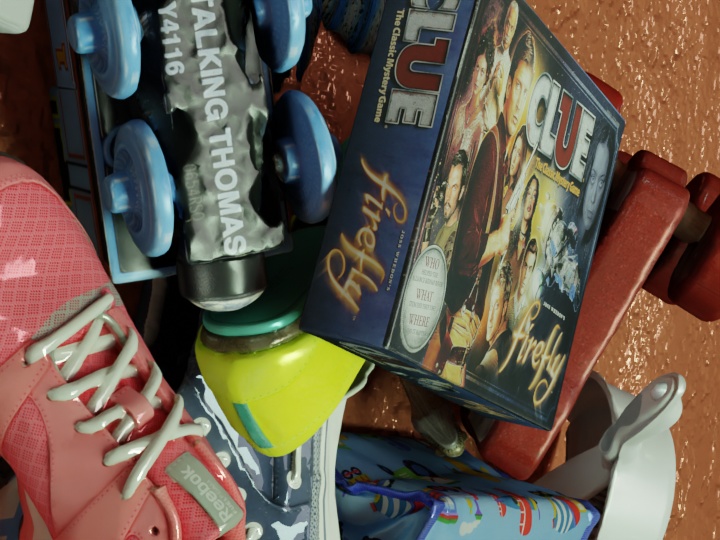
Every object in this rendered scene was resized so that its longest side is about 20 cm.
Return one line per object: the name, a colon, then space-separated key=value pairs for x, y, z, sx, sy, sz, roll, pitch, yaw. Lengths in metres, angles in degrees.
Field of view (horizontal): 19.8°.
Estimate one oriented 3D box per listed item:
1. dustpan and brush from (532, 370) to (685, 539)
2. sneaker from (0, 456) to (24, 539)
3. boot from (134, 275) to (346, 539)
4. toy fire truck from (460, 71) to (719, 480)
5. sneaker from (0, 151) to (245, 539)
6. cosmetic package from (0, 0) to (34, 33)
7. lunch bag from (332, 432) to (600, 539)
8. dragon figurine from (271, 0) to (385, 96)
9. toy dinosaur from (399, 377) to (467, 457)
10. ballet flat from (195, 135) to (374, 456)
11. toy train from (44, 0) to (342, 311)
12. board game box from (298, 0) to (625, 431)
dustpan and brush: x=0.118 y=0.094 z=0.975 sx=0.057 sy=0.200 sz=0.140 roll=16 pitch=60 yaw=-18
sneaker: x=-0.122 y=0.116 z=0.697 sx=0.072 sy=0.072 sz=0.200 roll=31 pitch=75 yaw=-22
boot: x=-0.056 y=0.081 z=0.808 sx=0.090 sy=0.073 sz=0.201 roll=16 pitch=74 yaw=-49
toy fire truck: x=0.096 y=0.009 z=0.951 sx=0.168 sy=0.112 sz=0.200 roll=-58 pitch=-177 yaw=2
sneaker: x=-0.072 y=0.052 z=0.635 sx=0.074 sy=0.087 sz=0.201 roll=-40 pitch=120 yaw=-40
cosmetic package: x=-0.138 y=-0.183 z=0.630 sx=0.101 sy=0.071 sz=0.201 roll=19 pitch=80 yaw=-55
lunch bag: x=0.004 y=0.179 z=0.906 sx=0.150 sy=0.094 sz=0.201 roll=12 pitch=98 yaw=-57
dragon figurine: x=-0.025 y=-0.105 z=0.782 sx=0.059 sy=0.099 sz=0.201 roll=-22 pitch=114 yaw=-51
toy dinosaur: x=0.017 y=-0.018 z=0.917 sx=0.106 sy=0.060 sz=0.201 roll=36 pitch=53 yaw=-64
ballet flat: x=0.000 y=0.000 z=0.794 sx=0.200 sy=0.067 sz=0.067 roll=-50 pitch=131 yaw=-48
toy train: x=-0.068 y=-0.087 z=0.712 sx=0.086 sy=0.114 sz=0.201 roll=-12 pitch=100 yaw=-22
board game box: x=0.045 y=-0.022 z=0.767 sx=0.200 sy=0.034 sz=0.136 roll=29 pitch=74 yaw=-66
